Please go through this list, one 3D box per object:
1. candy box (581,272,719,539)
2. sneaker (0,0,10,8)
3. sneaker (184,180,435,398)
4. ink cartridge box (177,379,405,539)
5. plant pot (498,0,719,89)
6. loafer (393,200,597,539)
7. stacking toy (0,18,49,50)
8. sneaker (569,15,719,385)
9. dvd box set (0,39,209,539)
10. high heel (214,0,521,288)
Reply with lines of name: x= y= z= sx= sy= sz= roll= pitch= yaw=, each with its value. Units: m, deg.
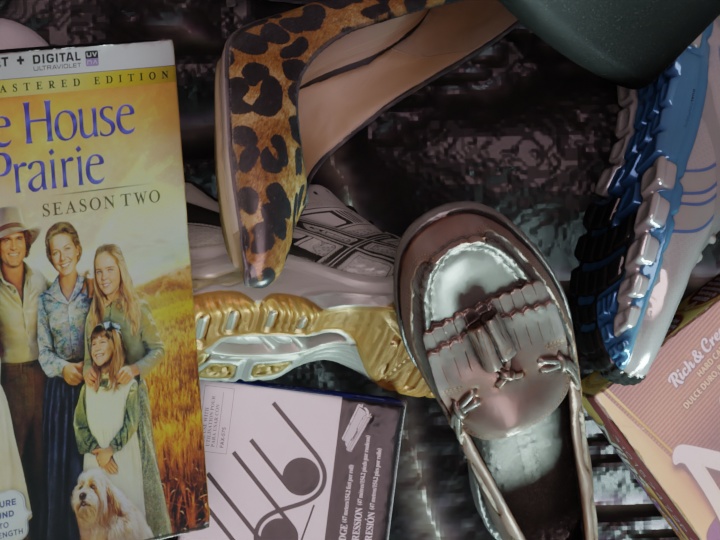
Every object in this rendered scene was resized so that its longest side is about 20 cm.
candy box: x=0.210 y=0.041 z=1.016 sx=0.200 sy=0.056 sz=0.117 roll=-37 pitch=94 yaw=-5
sneaker: x=-0.191 y=-0.166 z=0.970 sx=0.115 sy=0.076 sz=0.201 roll=34 pitch=88 yaw=-1
sneaker: x=0.000 y=0.000 z=0.987 sx=0.199 sy=0.076 sz=0.088 roll=7 pitch=49 yaw=-23
ink cartridge box: x=-0.039 y=0.152 z=0.998 sx=0.093 sy=0.044 sz=0.202 roll=7 pitch=90 yaw=-4
plant pot: x=0.084 y=-0.210 z=0.883 sx=0.200 sy=0.177 sz=0.200 roll=-45 pitch=74 yaw=22
loafer: x=0.068 y=0.060 z=0.947 sx=0.072 sy=0.063 sz=0.201 roll=-22 pitch=130 yaw=-2
stacking toy: x=-0.220 y=-0.072 z=0.907 sx=0.199 sy=0.146 sz=0.147 roll=-10 pitch=91 yaw=5
sneaker: x=0.153 y=-0.040 z=0.992 sx=0.086 sy=0.075 sz=0.201 roll=21 pitch=74 yaw=-17
dvd box set: x=-0.130 y=0.015 z=0.870 sx=0.146 sy=0.029 sz=0.202 roll=-8 pitch=98 yaw=-39
high heel: x=0.010 y=-0.072 z=0.950 sx=0.141 sy=0.072 sz=0.201 roll=2 pitch=51 yaw=-1
